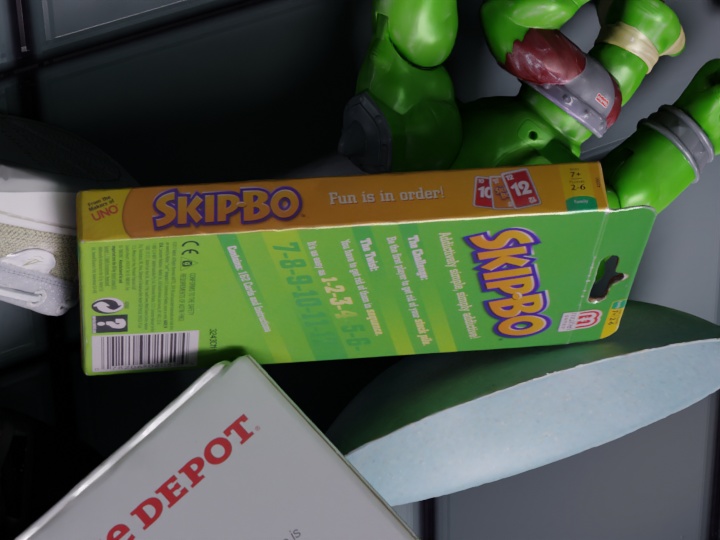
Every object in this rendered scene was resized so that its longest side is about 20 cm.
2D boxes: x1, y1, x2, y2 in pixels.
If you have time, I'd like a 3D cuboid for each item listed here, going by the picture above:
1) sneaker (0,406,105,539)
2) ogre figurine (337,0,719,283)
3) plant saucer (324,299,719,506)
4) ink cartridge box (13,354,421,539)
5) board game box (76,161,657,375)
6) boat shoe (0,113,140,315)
[{"bbox_3d":[-0.151,0.072,0.860,0.199,0.112,0.073,9,71,-38],"label":"sneaker"},{"bbox_3d":[0.064,-0.066,0.940,0.120,0.098,0.200,-59,148,-2],"label":"ogre figurine"},{"bbox_3d":[0.062,0.049,1.006,0.200,0.039,0.201,-16,166,-4],"label":"plant saucer"},{"bbox_3d":[-0.028,0.154,0.879,0.146,0.200,0.083,-40,165,-11],"label":"ink cartridge box"},{"bbox_3d":[0.000,0.000,0.870,0.199,0.030,0.096,-1,150,-6],"label":"board game box"},{"bbox_3d":[-0.165,-0.021,0.826,0.201,0.074,0.065,5,117,-47],"label":"boat shoe"}]
